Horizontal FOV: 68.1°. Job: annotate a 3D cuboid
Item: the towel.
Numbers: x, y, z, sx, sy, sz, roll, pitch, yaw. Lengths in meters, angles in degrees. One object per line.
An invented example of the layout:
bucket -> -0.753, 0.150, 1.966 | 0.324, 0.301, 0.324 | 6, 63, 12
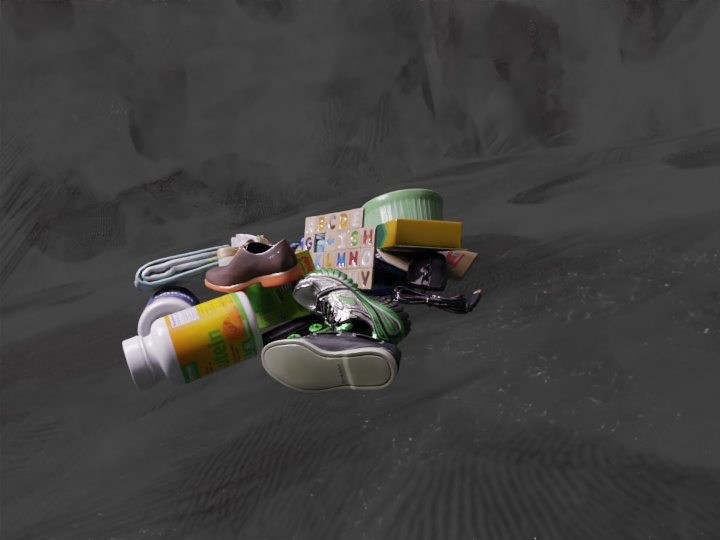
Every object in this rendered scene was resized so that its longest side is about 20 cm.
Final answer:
towel -> -0.365, 0.002, 1.111 | 0.197, 0.049, 0.171 | -15, -4, -25

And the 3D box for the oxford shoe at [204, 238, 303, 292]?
oxford shoe -> -0.185, -0.012, 0.880 | 0.197, 0.074, 0.071 | -8, 20, 28

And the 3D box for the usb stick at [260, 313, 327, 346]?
usb stick -> -0.086, 0.091, 0.939 | 0.198, 0.033, 0.055 | -23, 10, -32

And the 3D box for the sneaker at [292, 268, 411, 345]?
sneaker -> -0.026, 0.061, 0.798 | 0.198, 0.079, 0.085 | 22, 39, 27

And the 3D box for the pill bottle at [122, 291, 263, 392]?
pill bottle -> -0.265, 0.117, 0.851 | 0.197, 0.113, 0.111 | -20, 15, -21

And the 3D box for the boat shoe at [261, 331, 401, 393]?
boat shoe -> -0.036, 0.114, 0.707 | 0.196, 0.076, 0.066 | -7, 13, 26

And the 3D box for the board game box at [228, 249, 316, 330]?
board game box -> -0.153, 0.043, 0.955 | 0.198, 0.103, 0.047 | -20, 1, 40

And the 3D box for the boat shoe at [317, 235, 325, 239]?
boat shoe -> -0.075, -0.062, 1.292 | 0.072, 0.068, 0.200 | 15, -12, 10

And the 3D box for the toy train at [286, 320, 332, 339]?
toy train -> -0.052, 0.105, 0.837 | 0.198, 0.042, 0.056 | -22, 25, -28

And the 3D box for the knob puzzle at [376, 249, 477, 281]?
knob puzzle -> 0.126, -0.020, 1.088 | 0.216, 0.031, 0.220 | 6, 20, -2

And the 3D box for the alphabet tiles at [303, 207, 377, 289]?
alphabet tiles -> -0.043, -0.017, 0.919 | 0.007, 0.170, 0.198 | 9, -8, -40

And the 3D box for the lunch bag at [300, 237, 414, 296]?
lunch bag -> 0.000, 0.000, 1.026 | 0.198, 0.096, 0.149 | 7, 4, -40

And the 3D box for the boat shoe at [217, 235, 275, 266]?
boat shoe -> -0.200, -0.033, 1.032 | 0.073, 0.067, 0.200 | -19, 4, 26

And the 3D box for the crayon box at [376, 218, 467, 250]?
crayon box -> 0.108, -0.063, 0.990 | 0.123, 0.053, 0.200 | 3, 1, -10

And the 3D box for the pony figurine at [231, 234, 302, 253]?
pony figurine -> -0.210, 0.012, 1.182 | 0.190, 0.169, 0.201 | -4, 33, 19

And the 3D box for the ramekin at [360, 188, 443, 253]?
ramekin -> 0.100, -0.100, 1.222 | 0.196, 0.099, 0.200 | -8, -15, -2

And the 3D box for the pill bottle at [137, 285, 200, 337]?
pill bottle -> -0.372, 0.092, 1.058 | 0.109, 0.113, 0.200 | -17, 14, -13

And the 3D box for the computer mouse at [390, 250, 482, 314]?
computer mouse -> 0.142, 0.010, 0.908 | 0.138, 0.047, 0.200 | 11, 24, 17

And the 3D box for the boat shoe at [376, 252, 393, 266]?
boat shoe -> 0.013, -0.020, 1.208 | 0.071, 0.069, 0.199 | -22, 14, -24
